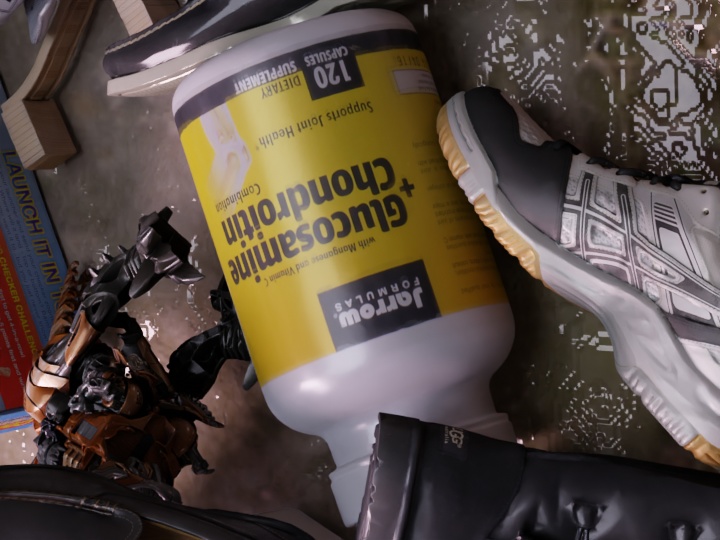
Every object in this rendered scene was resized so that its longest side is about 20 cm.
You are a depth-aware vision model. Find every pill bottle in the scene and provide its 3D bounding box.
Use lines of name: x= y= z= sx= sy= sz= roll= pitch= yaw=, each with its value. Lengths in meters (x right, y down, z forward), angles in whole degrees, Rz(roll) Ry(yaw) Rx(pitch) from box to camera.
pill bottle: x=0.000 y=0.000 z=1.068 sx=0.112 sy=0.112 sz=0.201 roll=-24 pitch=81 yaw=36

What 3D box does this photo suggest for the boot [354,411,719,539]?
boot: x=0.091 y=0.148 z=1.005 sx=0.198 sy=0.066 sz=0.166 roll=10 pitch=116 yaw=-2

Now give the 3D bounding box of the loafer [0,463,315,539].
loafer: x=-0.104 y=0.118 z=1.019 sx=0.072 sy=0.198 sz=0.073 roll=176 pitch=99 yaw=-81

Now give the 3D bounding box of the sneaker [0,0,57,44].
sneaker: x=-0.138 y=-0.148 z=1.142 sx=0.115 sy=0.075 sz=0.200 roll=-60 pitch=34 yaw=19

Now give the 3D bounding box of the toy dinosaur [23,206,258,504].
toy dinosaur: x=-0.112 y=0.046 z=1.143 sx=0.136 sy=0.102 sz=0.200 roll=-45 pitch=53 yaw=9

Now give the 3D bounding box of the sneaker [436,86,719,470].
sneaker: x=0.116 y=-0.014 z=1.016 sx=0.088 sy=0.076 sz=0.200 roll=-47 pitch=70 yaw=14

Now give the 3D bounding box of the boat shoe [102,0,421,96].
boat shoe: x=-0.031 y=-0.129 z=1.088 sx=0.199 sy=0.072 sz=0.068 roll=-25 pitch=82 yaw=27

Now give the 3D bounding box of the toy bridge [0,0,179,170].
toy bridge: x=-0.099 y=-0.123 z=1.180 sx=0.199 sy=0.027 sz=0.068 roll=-34 pitch=76 yaw=34

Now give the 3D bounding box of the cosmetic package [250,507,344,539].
cosmetic package: x=-0.064 y=0.217 z=1.146 sx=0.071 sy=0.105 sz=0.202 roll=27 pitch=113 yaw=42

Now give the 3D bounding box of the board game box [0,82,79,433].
board game box: x=-0.233 y=-0.012 z=1.191 sx=0.056 sy=0.195 sz=0.201 roll=-26 pitch=80 yaw=36
